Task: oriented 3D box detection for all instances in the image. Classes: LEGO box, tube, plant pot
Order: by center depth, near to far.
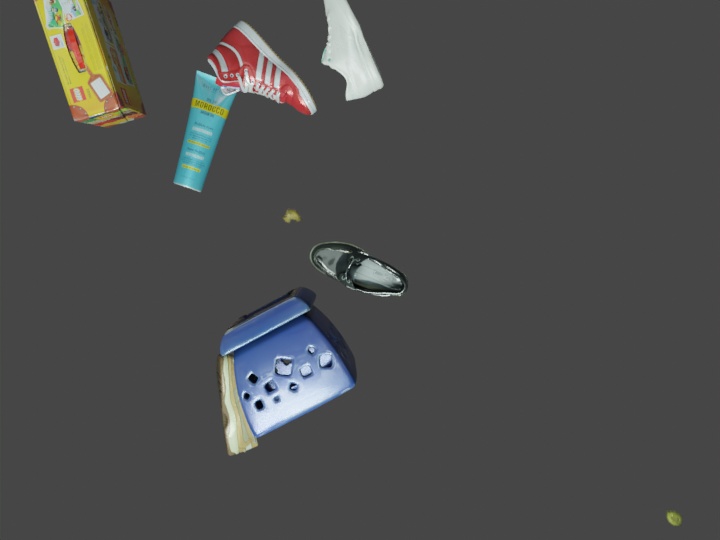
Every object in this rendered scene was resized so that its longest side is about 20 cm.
[{"bbox_3d":[-0.437,-0.349,0.939,0.076,0.149,0.204,-15,100,-1],"label":"LEGO box"},{"bbox_3d":[-0.130,0.145,1.023,0.197,0.200,0.182,-27,94,1],"label":"plant pot"},{"bbox_3d":[-0.281,-0.245,1.024,0.076,0.050,0.204,16,92,-16],"label":"tube"}]

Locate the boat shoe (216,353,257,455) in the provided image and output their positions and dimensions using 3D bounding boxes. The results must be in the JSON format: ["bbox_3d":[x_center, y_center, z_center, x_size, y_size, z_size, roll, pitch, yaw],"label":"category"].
[{"bbox_3d":[-0.231,0.250,1.101,0.075,0.072,0.204,-8,107,-17],"label":"boat shoe"}]

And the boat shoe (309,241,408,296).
[{"bbox_3d":[-0.001,0.002,1.069,0.197,0.066,0.075,26,97,-8],"label":"boat shoe"}]

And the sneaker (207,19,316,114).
[{"bbox_3d":[-0.175,-0.321,0.994,0.200,0.071,0.113,45,80,-2],"label":"sneaker"}]

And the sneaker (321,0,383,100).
[{"bbox_3d":[-0.036,-0.399,1.004,0.087,0.075,0.203,-23,102,12],"label":"sneaker"}]
